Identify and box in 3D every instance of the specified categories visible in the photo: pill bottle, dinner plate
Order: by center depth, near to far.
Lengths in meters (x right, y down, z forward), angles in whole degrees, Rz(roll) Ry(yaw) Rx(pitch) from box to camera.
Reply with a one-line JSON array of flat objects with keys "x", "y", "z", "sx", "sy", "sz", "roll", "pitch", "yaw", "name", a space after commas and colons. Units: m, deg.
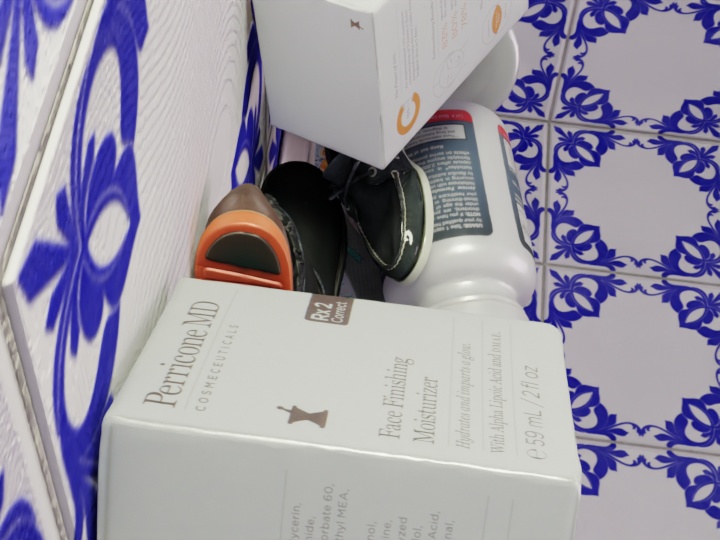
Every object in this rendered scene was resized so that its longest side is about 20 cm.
[{"x": 0.071, "y": -0.018, "z": 1.055, "sx": 0.120, "sy": 0.118, "sz": 0.202, "roll": 94, "pitch": -10, "yaw": -57, "name": "pill bottle"}, {"x": 0.068, "y": -0.213, "z": 1.202, "sx": 0.201, "sy": 0.112, "sz": 0.116, "roll": -99, "pitch": -167, "yaw": -62, "name": "pill bottle"}, {"x": -0.060, "y": -0.067, "z": 1.287, "sx": 0.200, "sy": 0.024, "sz": 0.204, "roll": 7, "pitch": 90, "yaw": -89, "name": "dinner plate"}]

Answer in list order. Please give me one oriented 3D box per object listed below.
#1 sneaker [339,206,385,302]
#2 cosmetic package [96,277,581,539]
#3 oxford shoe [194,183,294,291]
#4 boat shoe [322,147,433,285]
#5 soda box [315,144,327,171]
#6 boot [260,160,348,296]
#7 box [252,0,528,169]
[{"x": 0.000, "y": 0.000, "z": 1.144, "sx": 0.070, "sy": 0.200, "sz": 0.080, "roll": -44, "pitch": -176, "yaw": -4, "name": "sneaker"}, {"x": -0.010, "y": 0.118, "z": 0.644, "sx": 0.165, "sy": 0.197, "sz": 0.168, "roll": -79, "pitch": 176, "yaw": -70, "name": "cosmetic package"}, {"x": -0.063, "y": 0.046, "z": 0.824, "sx": 0.073, "sy": 0.070, "sz": 0.203, "roll": -91, "pitch": -175, "yaw": -60, "name": "oxford shoe"}, {"x": 0.001, "y": -0.076, "z": 1.013, "sx": 0.075, "sy": 0.065, "sz": 0.202, "roll": -47, "pitch": -139, "yaw": 40, "name": "boat shoe"}, {"x": -0.037, "y": -0.066, "z": 1.429, "sx": 0.068, "sy": 0.062, "sz": 0.203, "roll": 88, "pitch": 8, "yaw": -79, "name": "soda box"}, {"x": -0.055, "y": -0.007, "z": 0.965, "sx": 0.163, "sy": 0.072, "sz": 0.201, "roll": 67, "pitch": 23, "yaw": -70, "name": "boot"}, {"x": 0.026, "y": -0.187, "z": 0.926, "sx": 0.200, "sy": 0.097, "sz": 0.125, "roll": -49, "pitch": 149, "yaw": -34, "name": "box"}]
